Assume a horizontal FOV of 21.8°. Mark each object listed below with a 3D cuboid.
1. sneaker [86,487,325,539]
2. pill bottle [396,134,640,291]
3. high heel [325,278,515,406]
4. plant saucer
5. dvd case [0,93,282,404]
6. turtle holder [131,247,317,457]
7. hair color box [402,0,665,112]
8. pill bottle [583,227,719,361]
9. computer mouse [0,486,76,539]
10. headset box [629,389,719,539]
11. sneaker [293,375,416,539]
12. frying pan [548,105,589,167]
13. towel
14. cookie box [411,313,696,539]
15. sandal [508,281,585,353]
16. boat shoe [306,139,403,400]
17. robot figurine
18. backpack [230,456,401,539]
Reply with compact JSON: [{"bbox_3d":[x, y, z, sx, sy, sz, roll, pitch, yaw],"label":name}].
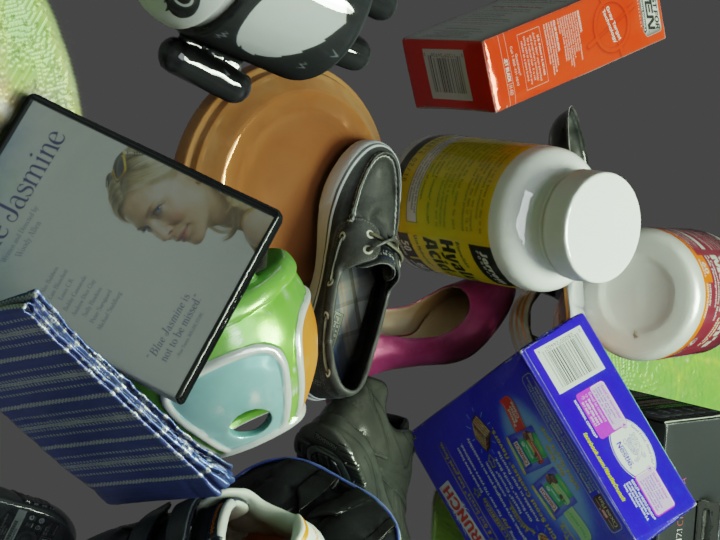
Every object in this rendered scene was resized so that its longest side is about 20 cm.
[{"bbox_3d":[-0.114,0.189,1.267,0.080,0.198,0.079,73,20,-44],"label":"sneaker"},{"bbox_3d":[0.116,-0.044,1.438,0.110,0.199,0.113,-6,100,-38],"label":"pill bottle"},{"bbox_3d":[0.039,0.032,1.474,0.199,0.067,0.097,-31,126,-18],"label":"high heel"},{"bbox_3d":[-0.052,-0.057,1.404,0.199,0.037,0.202,-7,102,-38],"label":"plant saucer"},{"bbox_3d":[-0.169,-0.018,1.233,0.144,0.199,0.018,-62,167,-14],"label":"dvd case"},{"bbox_3d":[-0.114,0.064,1.296,0.185,0.141,0.133,-31,107,-24],"label":"turtle holder"},{"bbox_3d":[0.141,-0.186,1.500,0.199,0.101,0.062,-26,112,-33],"label":"hair color box"},{"bbox_3d":[0.268,0.019,1.597,0.199,0.109,0.111,-1,98,-62],"label":"pill bottle"},{"bbox_3d":[-0.280,0.161,1.259,0.199,0.034,0.059,25,101,-34],"label":"computer mouse"},{"bbox_3d":[0.215,0.191,1.555,0.092,0.199,0.176,-1,97,-38],"label":"headset box"},{"bbox_3d":[0.013,0.162,1.447,0.091,0.075,0.201,-54,149,-32],"label":"sneaker"},{"bbox_3d":[0.178,-0.048,1.542,0.115,0.031,0.192,62,24,-53],"label":"frying pan"},{"bbox_3d":[-0.188,0.088,1.235,0.200,0.144,0.024,47,53,-27],"label":"towel"},{"bbox_3d":[0.142,0.154,1.455,0.075,0.200,0.172,-25,80,-34],"label":"cookie box"},{"bbox_3d":[0.150,0.054,1.524,0.059,0.207,0.080,-2,79,2],"label":"sandal"},{"bbox_3d":[0.000,0.000,1.384,0.070,0.066,0.202,27,75,-37],"label":"boat shoe"},{"bbox_3d":[-0.068,-0.207,1.309,0.199,0.124,0.152,20,66,-40],"label":"robot figurine"},{"bbox_3d":[-0.064,0.248,1.354,0.200,0.182,0.148,-45,145,-23],"label":"backpack"}]
